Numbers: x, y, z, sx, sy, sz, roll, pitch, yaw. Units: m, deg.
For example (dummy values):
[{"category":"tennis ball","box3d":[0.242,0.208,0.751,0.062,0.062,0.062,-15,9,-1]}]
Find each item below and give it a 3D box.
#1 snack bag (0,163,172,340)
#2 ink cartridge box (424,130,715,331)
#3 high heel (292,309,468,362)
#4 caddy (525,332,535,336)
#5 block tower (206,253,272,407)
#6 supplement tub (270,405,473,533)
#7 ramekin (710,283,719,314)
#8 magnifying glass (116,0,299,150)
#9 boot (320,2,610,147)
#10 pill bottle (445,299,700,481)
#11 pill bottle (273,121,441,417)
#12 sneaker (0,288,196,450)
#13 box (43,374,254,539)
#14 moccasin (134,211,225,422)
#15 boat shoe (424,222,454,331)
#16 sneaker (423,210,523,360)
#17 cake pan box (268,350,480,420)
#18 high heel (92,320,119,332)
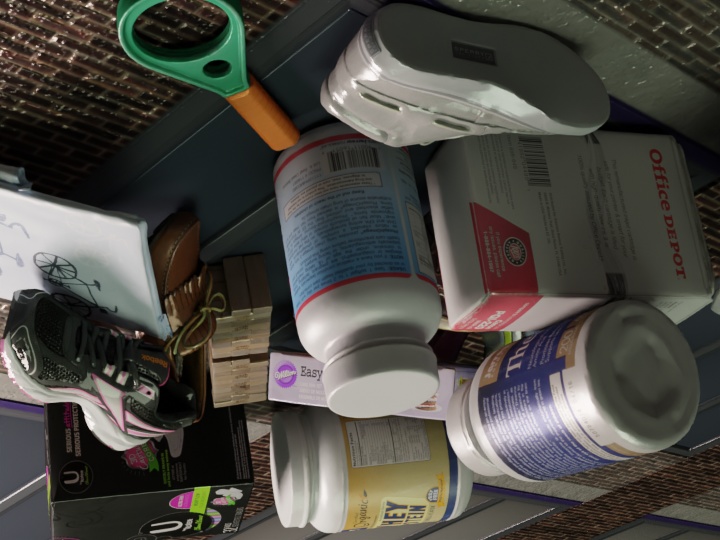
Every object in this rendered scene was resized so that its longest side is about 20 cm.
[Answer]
[{"category":"snack bag","box3d":[-0.237,-0.019,0.999,0.198,0.022,0.189,14,151,6]},{"category":"ink cartridge box","box3d":[0.162,-0.031,1.063,0.198,0.147,0.085,1,157,-20]},{"category":"high heel","box3d":[0.031,0.024,1.220,0.199,0.067,0.097,10,111,-42]},{"category":"caddy","box3d":[0.197,0.035,1.213,0.104,0.143,0.201,-10,153,-9]},{"category":"block tower","box3d":[-0.112,0.058,1.237,0.053,0.058,0.201,-6,151,-9]},{"category":"supplement tub","box3d":[0.009,0.206,1.468,0.198,0.146,0.145,-4,152,-14]},{"category":"ramekin","box3d":[0.361,-0.037,1.060,0.094,0.203,0.203,28,158,16]},{"category":"magnifying glass","box3d":[-0.093,-0.134,0.910,0.079,0.023,0.200,-19,153,15]},{"category":"boot","box3d":[0.071,-0.124,0.952,0.198,0.074,0.095,14,151,-25]},{"category":"pill bottle","box3d":[0.153,0.100,1.042,0.110,0.112,0.200,6,160,-30]},{"category":"pill bottle","box3d":[0.000,0.000,1.004,0.108,0.202,0.109,-8,153,-4]},{"category":"sneaker","box3d":[-0.194,0.070,1.052,0.086,0.081,0.200,-12,149,21]},{"category":"box","box3d":[-0.220,0.196,1.385,0.198,0.125,0.149,-3,151,-14]},{"category":"moccasin","box3d":[-0.147,0.043,1.113,0.077,0.074,0.203,20,122,17]},{"category":"boat shoe","box3d":[0.043,-0.006,1.097,0.198,0.072,0.065,15,130,12]},{"category":"sneaker","box3d":[0.101,0.008,1.189,0.080,0.074,0.201,-3,133,12]},{"category":"cake pan box","box3d":[0.035,0.107,1.278,0.198,0.053,0.184,4,175,26]},{"category":"high heel","box3d":[-0.236,0.085,1.204,0.096,0.068,0.199,-42,145,27]}]
